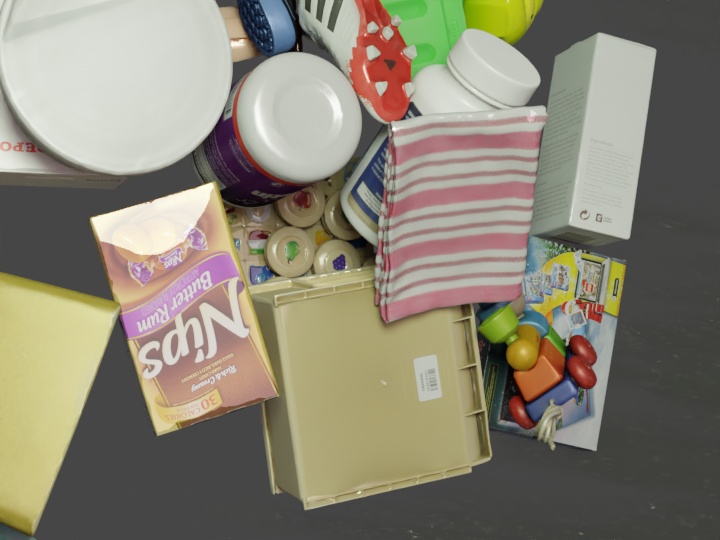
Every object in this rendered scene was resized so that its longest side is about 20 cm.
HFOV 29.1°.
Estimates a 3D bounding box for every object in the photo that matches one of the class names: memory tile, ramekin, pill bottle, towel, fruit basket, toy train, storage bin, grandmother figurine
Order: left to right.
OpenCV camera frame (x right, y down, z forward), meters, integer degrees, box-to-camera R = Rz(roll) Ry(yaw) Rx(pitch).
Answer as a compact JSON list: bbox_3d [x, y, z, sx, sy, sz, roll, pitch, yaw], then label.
[{"bbox_3d":[-0.216,-0.175,1.185,0.202,0.094,0.203,3,83,-21],"label":"ramekin"},{"bbox_3d":[-0.100,-0.229,1.336,0.199,0.061,0.122,-12,82,-18],"label":"grandmother figurine"},{"bbox_3d":[-0.085,-0.119,1.244,0.112,0.200,0.113,3,82,-24],"label":"pill bottle"},{"bbox_3d":[0.000,0.000,1.358,0.199,0.017,0.154,14,82,-20],"label":"memory tile"},{"bbox_3d":[0.008,0.100,1.302,0.198,0.094,0.201,-10,96,-19],"label":"storage bin"},{"bbox_3d":[0.075,-0.114,1.256,0.111,0.111,0.200,27,120,-13],"label":"pill bottle"},{"bbox_3d":[0.088,-0.048,1.211,0.146,0.030,0.200,-10,126,-19],"label":"towel"},{"bbox_3d":[0.099,-0.241,1.338,0.215,0.156,0.216,-4,116,-8],"label":"fruit basket"},{"bbox_3d":[0.152,0.082,1.276,0.085,0.200,0.116,-37,95,16],"label":"toy train"}]

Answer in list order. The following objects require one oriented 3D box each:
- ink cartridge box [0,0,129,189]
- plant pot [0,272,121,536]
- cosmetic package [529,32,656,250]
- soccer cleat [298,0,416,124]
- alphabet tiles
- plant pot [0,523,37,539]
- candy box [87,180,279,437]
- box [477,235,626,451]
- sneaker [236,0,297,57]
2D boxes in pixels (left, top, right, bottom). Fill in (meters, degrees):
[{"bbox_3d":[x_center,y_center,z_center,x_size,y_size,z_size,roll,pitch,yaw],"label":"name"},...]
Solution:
[{"bbox_3d":[-0.284,-0.178,1.257,0.145,0.084,0.201,1,83,-18],"label":"ink cartridge box"},{"bbox_3d":[-0.331,0.093,1.163,0.200,0.194,0.196,22,78,-9],"label":"plant pot"},{"bbox_3d":[0.235,-0.129,1.413,0.071,0.101,0.201,12,81,-17],"label":"cosmetic package"},{"bbox_3d":[-0.012,-0.214,1.228,0.069,0.085,0.201,-11,77,-45],"label":"soccer cleat"},{"bbox_3d":[-0.067,-0.044,1.355,0.166,0.006,0.201,-3,85,-19],"label":"alphabet tiles"},{"bbox_3d":[-0.332,0.284,1.149,0.200,0.200,0.134,24,52,-14],"label":"plant pot"},{"bbox_3d":[-0.156,0.033,1.226,0.116,0.056,0.201,-18,94,-13],"label":"candy box"},{"bbox_3d":[0.188,0.072,1.408,0.136,0.038,0.201,14,80,-16],"label":"box"},{"bbox_3d":[-0.083,-0.282,1.304,0.078,0.070,0.200,-13,55,-16],"label":"sneaker"}]
